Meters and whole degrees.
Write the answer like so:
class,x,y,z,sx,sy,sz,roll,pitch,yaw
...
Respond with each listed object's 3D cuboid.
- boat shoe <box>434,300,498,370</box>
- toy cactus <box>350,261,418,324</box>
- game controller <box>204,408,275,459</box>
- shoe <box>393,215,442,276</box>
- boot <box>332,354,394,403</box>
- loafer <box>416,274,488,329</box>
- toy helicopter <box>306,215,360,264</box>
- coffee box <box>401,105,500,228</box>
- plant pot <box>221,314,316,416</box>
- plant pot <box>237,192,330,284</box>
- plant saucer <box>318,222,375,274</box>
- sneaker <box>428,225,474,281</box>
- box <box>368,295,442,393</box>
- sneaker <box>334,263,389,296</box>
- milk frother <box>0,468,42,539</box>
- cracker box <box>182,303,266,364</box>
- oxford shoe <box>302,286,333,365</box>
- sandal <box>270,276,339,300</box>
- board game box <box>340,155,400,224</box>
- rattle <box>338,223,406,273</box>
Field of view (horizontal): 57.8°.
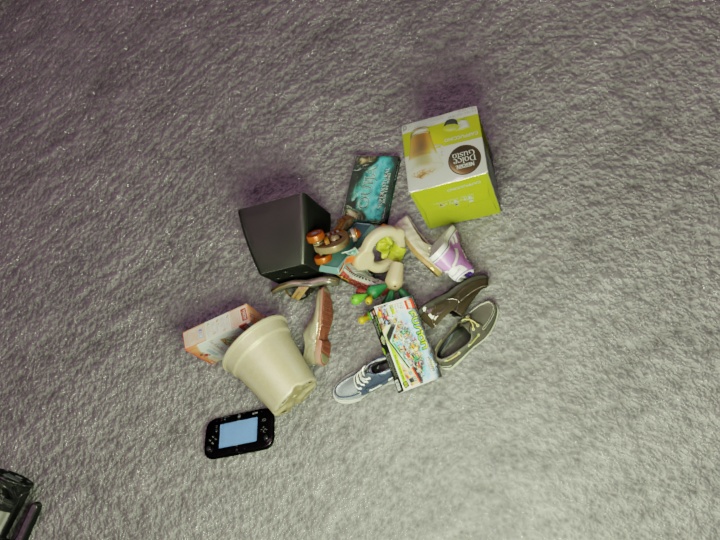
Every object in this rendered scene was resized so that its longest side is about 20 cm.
class,x,y,z,sx,sy,sz,roll,pitch,yaw
boat shoe,0.252,0.147,1.538,0.071,0.061,0.202,39,85,30
toy cactus,0.076,0.065,1.603,0.196,0.102,0.168,14,81,-2
game controller,-0.306,0.413,1.652,0.196,0.042,0.106,-14,63,15
shoe,0.152,-0.066,1.667,0.053,0.070,0.201,-43,57,8
boot,0.011,0.255,1.568,0.197,0.090,0.074,-26,60,9
loafer,0.230,0.078,1.568,0.198,0.073,0.072,-29,81,-8
toy helicopter,-0.050,-0.098,1.694,0.130,0.080,0.201,-11,24,20
coffee box,0.230,-0.253,1.644,0.196,0.200,0.202,-12,63,17
plant pot,-0.211,0.247,1.619,0.200,0.201,0.184,-42,71,-1
plant pot,-0.193,-0.073,1.747,0.196,0.199,0.181,-11,74,16
plant saucer,-0.034,-0.063,1.716,0.069,0.019,0.201,9,44,32
sneaker,0.230,-0.033,1.599,0.114,0.201,0.073,41,118,-5
box,0.104,0.169,1.513,0.108,0.035,0.203,-15,77,-26
sneaker,0.000,0.000,1.695,0.198,0.078,0.083,30,79,29
milk frother,-0.976,0.643,1.726,0.178,0.200,0.191,17,74,23
cracker box,-0.349,0.171,1.724,0.197,0.134,0.059,-25,60,10
oxford shoe,-0.116,0.141,1.678,0.072,0.071,0.204,-3,70,25
sandal,-0.148,0.052,1.744,0.196,0.082,0.056,-6,87,11
board game box,0.029,-0.225,1.812,0.133,0.028,0.204,4,69,22
rattle,0.007,-0.067,1.648,0.197,0.131,0.144,-19,55,-19
